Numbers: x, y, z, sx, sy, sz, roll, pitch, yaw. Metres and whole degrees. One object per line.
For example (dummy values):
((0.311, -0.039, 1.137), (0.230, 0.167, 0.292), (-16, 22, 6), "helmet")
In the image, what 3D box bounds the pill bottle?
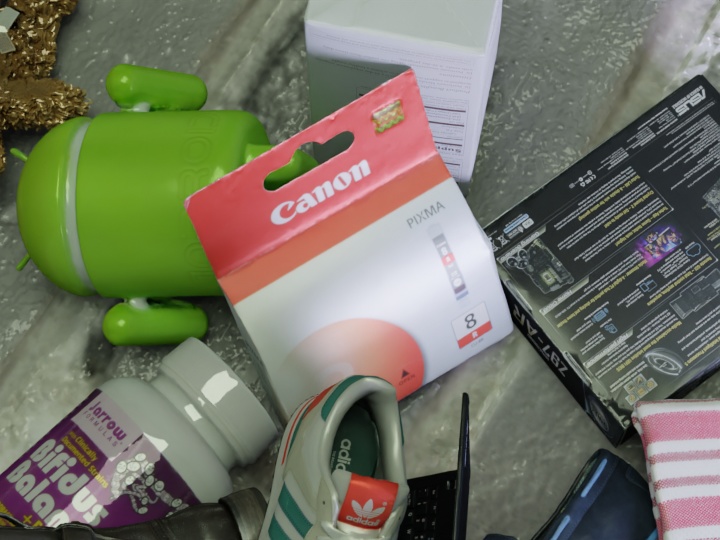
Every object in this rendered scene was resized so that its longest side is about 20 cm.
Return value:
((-0.148, 0.136, 1.036), (0.200, 0.112, 0.112), (-43, 74, -14), "pill bottle")

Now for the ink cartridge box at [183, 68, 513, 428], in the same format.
((0.000, 0.000, 1.042), (0.162, 0.201, 0.050), (-30, 46, -10), "ink cartridge box")

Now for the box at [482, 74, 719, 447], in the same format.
((0.194, -0.010, 1.121), (0.199, 0.044, 0.160), (-36, 73, -12), "box")

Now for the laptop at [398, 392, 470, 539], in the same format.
((0.004, 0.183, 0.960), (0.199, 0.103, 0.179), (-16, 56, 38), "laptop")

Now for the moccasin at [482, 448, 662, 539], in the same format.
((0.093, 0.184, 1.036), (0.200, 0.080, 0.068), (-38, 89, -24), "moccasin")

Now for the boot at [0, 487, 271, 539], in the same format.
((-0.121, 0.217, 0.951), (0.173, 0.069, 0.201), (-10, 75, -20), "boot")

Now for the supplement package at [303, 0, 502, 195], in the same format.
((0.030, -0.144, 1.092), (0.109, 0.200, 0.115), (11, 68, 5), "supplement package")

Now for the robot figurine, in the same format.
((-0.126, -0.041, 1.090), (0.198, 0.116, 0.177), (-1, 88, 11), "robot figurine")

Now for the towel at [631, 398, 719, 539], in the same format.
((0.242, 0.171, 1.038), (0.145, 0.030, 0.201), (2, 65, -20), "towel")

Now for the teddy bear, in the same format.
((-0.255, -0.129, 1.173), (0.144, 0.067, 0.201), (-2, 62, -10), "teddy bear")

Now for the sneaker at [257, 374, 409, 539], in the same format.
((-0.016, 0.148, 0.921), (0.070, 0.093, 0.201), (16, 65, -13), "sneaker")
